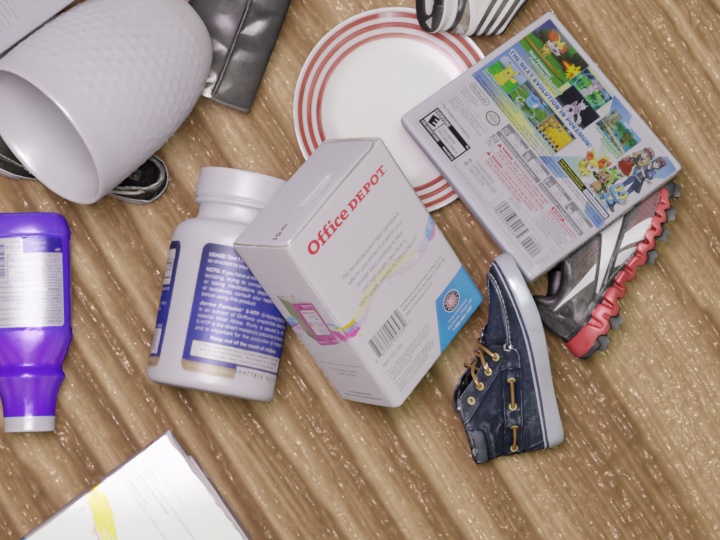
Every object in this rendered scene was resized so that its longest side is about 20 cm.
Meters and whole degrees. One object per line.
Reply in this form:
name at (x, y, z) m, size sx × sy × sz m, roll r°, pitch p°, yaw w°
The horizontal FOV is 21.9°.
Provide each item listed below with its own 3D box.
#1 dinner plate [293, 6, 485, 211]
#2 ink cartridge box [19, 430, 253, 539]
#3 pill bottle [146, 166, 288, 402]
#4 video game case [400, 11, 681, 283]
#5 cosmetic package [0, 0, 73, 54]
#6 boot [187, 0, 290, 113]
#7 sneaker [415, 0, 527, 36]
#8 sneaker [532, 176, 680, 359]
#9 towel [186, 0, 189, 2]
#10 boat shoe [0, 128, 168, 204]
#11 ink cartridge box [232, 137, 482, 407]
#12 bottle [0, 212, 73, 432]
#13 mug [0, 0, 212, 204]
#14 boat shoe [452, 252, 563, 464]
dinner plate at (0.035, -0.150, 1.779) m, size 0.199 × 0.024 × 0.201 m, roll 0°, pitch 84°, yaw -5°
ink cartridge box at (-0.207, 0.257, 1.663) m, size 0.200 × 0.147 × 0.145 m, roll -37°, pitch 89°, yaw -6°
pill bottle at (-0.120, 0.013, 1.704) m, size 0.119 × 0.120 × 0.201 m, roll 11°, pitch 85°, yaw -4°
video game case at (0.168, -0.117, 1.745) m, size 0.182 × 0.022 × 0.200 m, roll -36°, pitch 76°, yaw -9°
cosmetic package at (-0.339, -0.296, 1.659) m, size 0.200 × 0.199 × 0.123 m, roll -38°, pitch 129°, yaw -6°
boot at (-0.076, -0.240, 1.729) m, size 0.181 × 0.073 × 0.201 m, roll 23°, pitch 96°, yaw 7°
sneaker at (0.113, -0.316, 1.788) m, size 0.115 × 0.076 × 0.202 m, roll 6°, pitch 77°, yaw -24°
sneaker at (0.226, -0.021, 1.761) m, size 0.098 × 0.071 × 0.201 m, roll 30°, pitch 85°, yaw -4°
towel at (-0.173, -0.356, 1.746) m, size 0.144 × 0.023 × 0.200 m, roll -40°, pitch 102°, yaw 8°
boat shoe at (-0.274, -0.113, 1.729) m, size 0.199 × 0.064 × 0.071 m, roll 13°, pitch 85°, yaw -4°
ink cartridge box at (0.000, 0.000, 1.673) m, size 0.145 × 0.084 × 0.200 m, roll -50°, pitch 123°, yaw -27°
bottle at (-0.305, 0.048, 1.712) m, size 0.083 × 0.065 × 0.201 m, roll -2°, pitch 86°, yaw -4°
mug at (-0.240, -0.177, 1.664) m, size 0.199 × 0.148 × 0.175 m, roll 25°, pitch 56°, yaw 35°
boat shoe at (0.125, 0.087, 1.717) m, size 0.090 × 0.071 × 0.201 m, roll -17°, pitch 112°, yaw -5°
